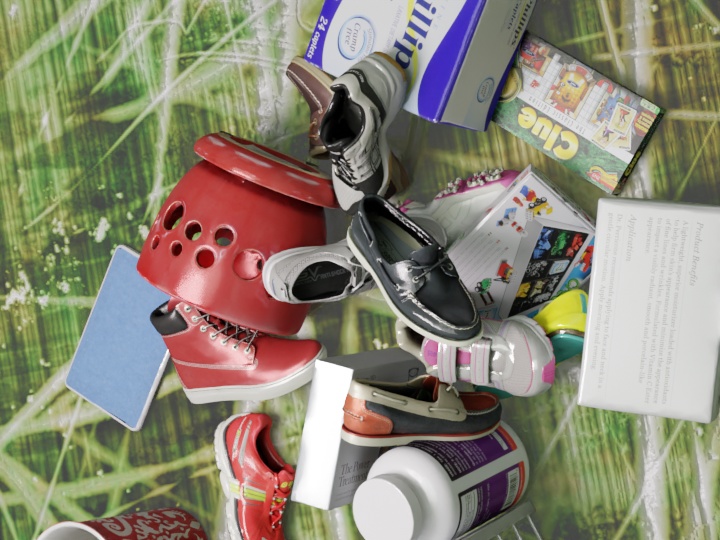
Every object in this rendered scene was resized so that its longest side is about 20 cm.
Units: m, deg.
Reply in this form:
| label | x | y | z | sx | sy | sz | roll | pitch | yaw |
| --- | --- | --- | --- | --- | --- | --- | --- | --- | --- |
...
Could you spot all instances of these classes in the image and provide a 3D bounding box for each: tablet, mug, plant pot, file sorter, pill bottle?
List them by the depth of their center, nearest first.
| label | x | y | z | sx | sy | sz | roll | pitch | yaw |
| --- | --- | --- | --- | --- | --- | --- | --- | --- | --- |
| file sorter | 0.116 | 0.342 | 1.646 | 0.138 | 0.200 | 0.125 | -32 | 81 | 24 |
| pill bottle | 0.082 | 0.225 | 1.650 | 0.112 | 0.200 | 0.113 | 10 | 107 | 37 |
| plant pot | -0.129 | -0.046 | 1.766 | 0.200 | 0.200 | 0.183 | 26 | 100 | 25 |
| mug | -0.292 | 0.349 | 1.857 | 0.177 | 0.200 | 0.134 | -18 | 83 | 27 |
| tablet | -0.286 | 0.083 | 1.954 | 0.130 | 0.014 | 0.201 | 29 | 103 | 25 |

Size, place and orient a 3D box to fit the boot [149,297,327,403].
| label | x | y | z | sx | sy | sz | roll | pitch | yaw |
| --- | --- | --- | --- | --- | --- | --- | --- | --- | --- |
| boot | -0.145 | 0.074 | 1.815 | 0.199 | 0.072 | 0.145 | -10 | 117 | 29 |

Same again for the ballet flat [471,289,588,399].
| label | x | y | z | sx | sy | sz | roll | pitch | yaw |
| --- | --- | --- | --- | --- | --- | --- | --- | --- | --- |
| ballet flat | 0.181 | 0.075 | 1.640 | 0.200 | 0.067 | 0.067 | -42 | 38 | 55 |

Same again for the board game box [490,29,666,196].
| label | x | y | z | sx | sy | sz | roll | pitch | yaw |
| --- | --- | --- | --- | --- | --- | --- | --- | --- | --- |
| board game box | 0.215 | -0.174 | 1.682 | 0.200 | 0.023 | 0.105 | 34 | 108 | 23 |

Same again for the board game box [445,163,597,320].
| label | x | y | z | sx | sy | sz | roll | pitch | yaw |
| --- | --- | --- | --- | --- | --- | --- | --- | --- | --- |
| board game box | 0.159 | 0.000 | 1.677 | 0.126 | 0.035 | 0.200 | 41 | 111 | -9 |

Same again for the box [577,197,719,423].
| label | x | y | z | sx | sy | sz | roll | pitch | yaw |
| --- | --- | --- | --- | --- | --- | --- | --- | --- | --- |
| box | 0.295 | 0.032 | 1.532 | 0.130 | 0.200 | 0.200 | 7 | 93 | 16 |

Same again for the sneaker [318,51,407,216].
| label | x | y | z | sx | sy | sz | roll | pitch | yaw |
| --- | --- | --- | --- | --- | --- | --- | --- | --- | --- |
| sneaker | -0.014 | -0.135 | 1.663 | 0.076 | 0.088 | 0.201 | 33 | 135 | 28 |

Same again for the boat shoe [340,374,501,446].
| label | x | y | z | sx | sy | sz | roll | pitch | yaw |
| --- | --- | --- | --- | --- | --- | --- | --- | --- | --- |
| boat shoe | 0.067 | 0.138 | 1.622 | 0.071 | 0.199 | 0.063 | 23 | 110 | 53 |

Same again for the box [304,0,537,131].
| label | x | y | z | sx | sy | sz | roll | pitch | yaw |
| --- | --- | --- | --- | --- | --- | --- | --- | --- | --- |
| box | 0.067 | -0.271 | 1.698 | 0.200 | 0.105 | 0.185 | 29 | 104 | 33 |

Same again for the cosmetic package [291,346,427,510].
| label | x | y | z | sx | sy | sz | roll | pitch | yaw |
| --- | --- | --- | --- | --- | --- | --- | --- | --- | --- |
| cosmetic package | 0.004 | 0.165 | 1.697 | 0.051 | 0.200 | 0.152 | 11 | 97 | 26 |

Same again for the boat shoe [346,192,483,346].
| label | x | y | z | sx | sy | sz | roll | pitch | yaw |
| --- | --- | --- | --- | --- | --- | --- | --- | --- | --- |
| boat shoe | 0.056 | -0.007 | 1.578 | 0.200 | 0.074 | 0.066 | 53 | 149 | 37 |

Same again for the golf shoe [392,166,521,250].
| label | x | y | z | sx | sy | sz | roll | pitch | yaw |
| --- | --- | --- | --- | --- | --- | --- | --- | --- | --- |
| golf shoe | 0.098 | -0.048 | 1.727 | 0.199 | 0.075 | 0.092 | -21 | 98 | 27 |

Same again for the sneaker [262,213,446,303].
| label | x | y | z | sx | sy | sz | roll | pitch | yaw |
| --- | --- | --- | --- | --- | --- | --- | --- | --- | --- |
| sneaker | 0.000 | 0.000 | 1.665 | 0.199 | 0.082 | 0.075 | -19 | 111 | -6 |

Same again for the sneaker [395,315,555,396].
| label | x | y | z | sx | sy | sz | roll | pitch | yaw |
| --- | --- | --- | --- | --- | --- | --- | --- | --- | --- |
| sneaker | 0.110 | 0.083 | 1.595 | 0.200 | 0.088 | 0.082 | 17 | 114 | 47 |

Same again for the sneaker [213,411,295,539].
| label | x | y | z | sx | sy | sz | roll | pitch | yaw |
| --- | --- | --- | --- | --- | --- | --- | --- | --- | --- |
| sneaker | -0.111 | 0.261 | 1.832 | 0.085 | 0.077 | 0.201 | -20 | 82 | 21 |

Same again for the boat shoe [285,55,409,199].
| label | x | y | z | sx | sy | sz | roll | pitch | yaw |
| --- | --- | --- | --- | --- | --- | --- | --- | --- | --- |
| boat shoe | -0.030 | -0.153 | 1.774 | 0.072 | 0.072 | 0.200 | -38 | 79 | -4 |
